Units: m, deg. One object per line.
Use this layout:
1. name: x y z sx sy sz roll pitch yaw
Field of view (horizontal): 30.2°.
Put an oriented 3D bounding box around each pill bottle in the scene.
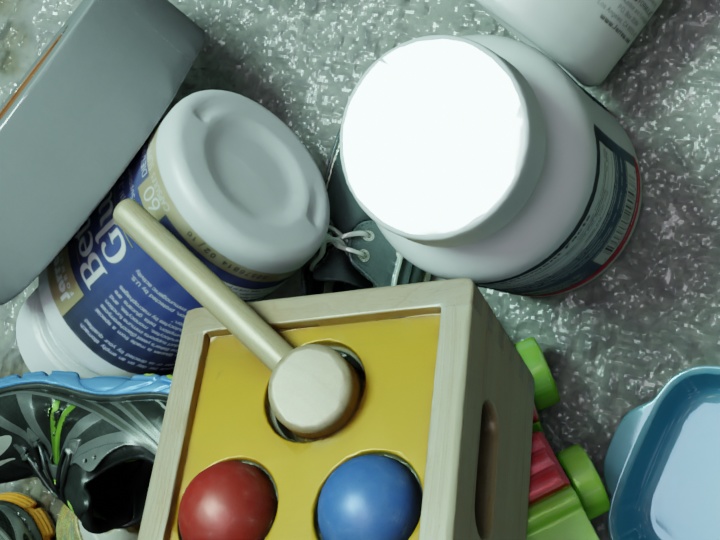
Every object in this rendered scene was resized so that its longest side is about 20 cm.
1. pill bottle: 0.067 -0.052 0.670 0.118 0.200 0.121 -2 85 22
2. pill bottle: -0.117 -0.003 0.773 0.200 0.110 0.112 -39 72 36
3. pill bottle: 0.138 -0.209 0.699 0.114 0.114 0.201 40 101 20

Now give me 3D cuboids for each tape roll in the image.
1. tape roll: -0.176 -0.080 0.776 0.066 0.201 0.201 38 103 -18

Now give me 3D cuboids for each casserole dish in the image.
1. casserole dish: 0.221 0.129 0.681 0.198 0.039 0.122 25 95 21

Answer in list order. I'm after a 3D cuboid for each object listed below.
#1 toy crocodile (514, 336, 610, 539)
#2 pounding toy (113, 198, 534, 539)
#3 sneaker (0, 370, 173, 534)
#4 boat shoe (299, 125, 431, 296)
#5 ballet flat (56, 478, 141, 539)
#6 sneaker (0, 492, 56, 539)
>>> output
1. toy crocodile: 0.079 0.087 0.700 0.067 0.062 0.201 -22 46 2
2. pounding toy: -0.026 0.076 0.635 0.182 0.142 0.202 -7 57 23
3. sneaker: -0.161 0.106 0.763 0.197 0.071 0.084 -5 55 28
4. boat shoe: 0.000 0.000 0.769 0.072 0.062 0.203 3 87 24
5. ballet flat: -0.116 0.138 0.805 0.198 0.071 0.072 -18 79 21
6. sneaker: -0.211 0.238 0.831 0.078 0.077 0.202 -33 76 15
